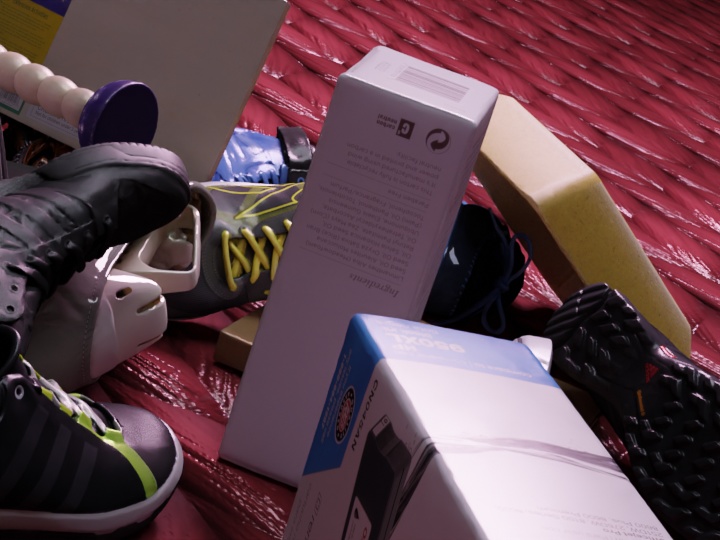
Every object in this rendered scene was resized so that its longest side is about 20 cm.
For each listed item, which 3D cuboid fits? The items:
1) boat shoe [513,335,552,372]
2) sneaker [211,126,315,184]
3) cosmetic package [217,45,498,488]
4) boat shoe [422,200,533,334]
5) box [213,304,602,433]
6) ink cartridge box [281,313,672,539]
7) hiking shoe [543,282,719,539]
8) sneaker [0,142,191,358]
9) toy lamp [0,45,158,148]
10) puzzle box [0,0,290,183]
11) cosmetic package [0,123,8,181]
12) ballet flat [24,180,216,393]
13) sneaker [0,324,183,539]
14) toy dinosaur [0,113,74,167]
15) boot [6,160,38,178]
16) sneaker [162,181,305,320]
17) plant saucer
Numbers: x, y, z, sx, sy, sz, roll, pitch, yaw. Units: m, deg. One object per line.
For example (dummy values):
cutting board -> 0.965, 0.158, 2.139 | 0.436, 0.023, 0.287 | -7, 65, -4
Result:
boat shoe -> 0.050, 0.088, 0.964 | 0.067, 0.074, 0.200 | 14, 34, 9
sneaker -> -0.070, -0.051, 1.264 | 0.110, 0.078, 0.200 | 8, 11, -4
cosmetic package -> 0.000, 0.000, 0.965 | 0.071, 0.202, 0.101 | 20, 16, 5
boat shoe -> 0.082, -0.008, 1.295 | 0.068, 0.085, 0.200 | 29, 19, 3
box -> 0.033, 0.063, 1.116 | 0.198, 0.021, 0.163 | 24, 17, 13
ink cartridge box -> 0.035, 0.124, 0.711 | 0.083, 0.146, 0.200 | 12, 17, -18
hiking shoe -> 0.187, 0.090, 1.099 | 0.100, 0.076, 0.201 | 33, 19, -47
sneaker -> -0.161, 0.007, 0.875 | 0.198, 0.060, 0.105 | -9, 55, -21
toy lamp -> -0.199, -0.114, 1.064 | 0.199, 0.059, 0.058 | 25, 17, 29
puzzle box -> -0.156, -0.140, 1.152 | 0.199, 0.134, 0.025 | 26, 4, 2
cosmetic package -> -0.248, -0.091, 0.966 | 0.089, 0.107, 0.200 | -17, 48, -20
ballet flat -> -0.118, 0.006, 0.980 | 0.063, 0.068, 0.200 | 10, 31, 8
sneaker -> -0.141, 0.065, 0.808 | 0.071, 0.084, 0.199 | 31, 20, 33
toy dinosaur -> -0.213, -0.089, 1.247 | 0.199, 0.103, 0.136 | 15, -13, 39
boot -> -0.205, -0.020, 1.060 | 0.137, 0.078, 0.200 | 11, 11, 6
sneaker -> -0.043, -0.021, 1.108 | 0.199, 0.075, 0.084 | -17, 10, -31
plant saucer -> 0.136, -0.025, 1.262 | 0.200, 0.048, 0.200 | 53, 0, -31
